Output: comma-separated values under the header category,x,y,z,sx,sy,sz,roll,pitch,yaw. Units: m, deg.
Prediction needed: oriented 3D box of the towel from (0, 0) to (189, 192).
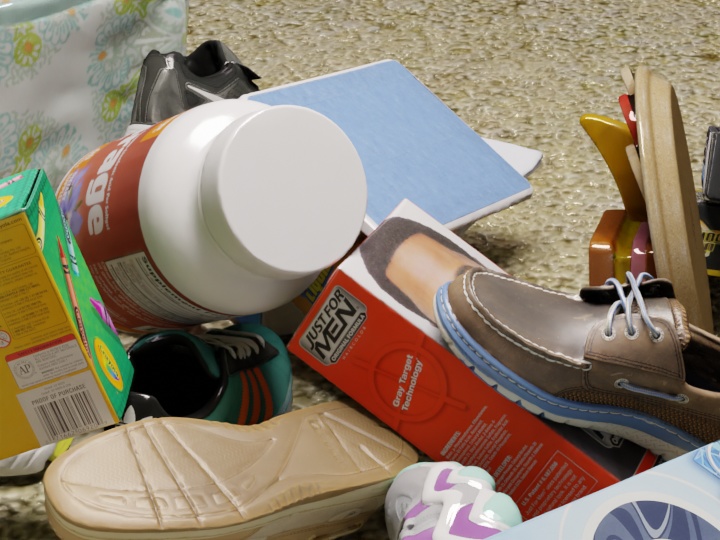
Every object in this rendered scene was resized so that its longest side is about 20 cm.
category,x,y,z,sx,sy,sz,roll,pitch,yaw
towel,-0.194,-0.121,1.383,0.048,0.172,0.200,23,29,33

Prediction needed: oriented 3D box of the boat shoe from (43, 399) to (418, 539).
category,x,y,z,sx,sy,sz,roll,pitch,yaw
boat shoe,-0.065,0.115,0.997,0.199,0.069,0.074,-4,45,-32

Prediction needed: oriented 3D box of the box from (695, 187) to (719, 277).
category,x,y,z,sx,sy,sz,roll,pitch,yaw
box,0.286,-0.019,1.333,0.199,0.050,0.160,8,5,8

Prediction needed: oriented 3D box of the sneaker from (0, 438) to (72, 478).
category,x,y,z,sx,sy,sz,roll,pitch,yaw
sneaker,-0.251,0.056,1.078,0.199,0.085,0.075,2,23,-5

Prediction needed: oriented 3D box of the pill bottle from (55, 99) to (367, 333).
category,x,y,z,sx,sy,sz,roll,pitch,yaw
pill bottle,-0.081,-0.029,1.084,0.112,0.113,0.200,-11,-1,-31

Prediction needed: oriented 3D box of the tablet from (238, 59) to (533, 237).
category,x,y,z,sx,sy,sz,roll,pitch,yaw
tablet,0.019,-0.070,1.204,0.130,0.014,0.200,44,28,13

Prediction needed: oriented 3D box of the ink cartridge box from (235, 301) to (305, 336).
category,x,y,z,sx,sy,sz,roll,pitch,yaw
ink cartridge box,-0.057,-0.031,1.329,0.116,0.068,0.200,-9,26,-27

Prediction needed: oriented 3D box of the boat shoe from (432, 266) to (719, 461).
category,x,y,z,sx,sy,sz,roll,pitch,yaw
boat shoe,0.132,0.038,1.005,0.199,0.072,0.072,23,34,-19

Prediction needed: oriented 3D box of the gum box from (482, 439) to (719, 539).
category,x,y,z,sx,sy,sz,roll,pitch,yaw
gum box,0.141,0.167,0.843,0.199,0.045,0.170,-15,61,-39

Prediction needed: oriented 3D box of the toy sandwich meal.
category,x,y,z,sx,sy,sz,roll,pitch,yaw
toy sandwich meal,0.158,-0.016,1.177,0.070,0.206,0.205,-9,21,12

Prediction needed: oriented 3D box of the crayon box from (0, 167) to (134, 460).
category,x,y,z,sx,sy,sz,roll,pitch,yaw
crayon box,-0.225,0.042,0.989,0.199,0.119,0.058,-18,23,8

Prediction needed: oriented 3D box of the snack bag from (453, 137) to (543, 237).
category,x,y,z,sx,sy,sz,roll,pitch,yaw
snack bag,0.011,-0.070,1.321,0.188,0.022,0.200,14,23,20

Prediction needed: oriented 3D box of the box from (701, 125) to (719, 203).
category,x,y,z,sx,sy,sz,roll,pitch,yaw
box,0.319,-0.058,1.303,0.199,0.050,0.198,8,8,9

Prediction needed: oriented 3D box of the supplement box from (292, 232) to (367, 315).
category,x,y,z,sx,sy,sz,roll,pitch,yaw
supplement box,0.000,0.000,1.171,0.069,0.067,0.200,-22,61,-42

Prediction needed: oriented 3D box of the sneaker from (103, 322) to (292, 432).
category,x,y,z,sx,sy,sz,roll,pitch,yaw
sneaker,-0.083,0.061,1.095,0.071,0.080,0.200,7,23,13

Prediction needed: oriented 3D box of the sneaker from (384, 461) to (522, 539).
category,x,y,z,sx,sy,sz,roll,pitch,yaw
sneaker,0.013,0.152,0.911,0.139,0.078,0.200,-5,25,-21

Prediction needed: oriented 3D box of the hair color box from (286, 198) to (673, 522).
category,x,y,z,sx,sy,sz,roll,pitch,yaw
hair color box,0.071,0.059,1.048,0.200,0.061,0.102,36,32,4

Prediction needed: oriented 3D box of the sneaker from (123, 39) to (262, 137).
category,x,y,z,sx,sy,sz,roll,pitch,yaw
sneaker,-0.090,-0.113,1.428,0.066,0.091,0.200,5,0,34
